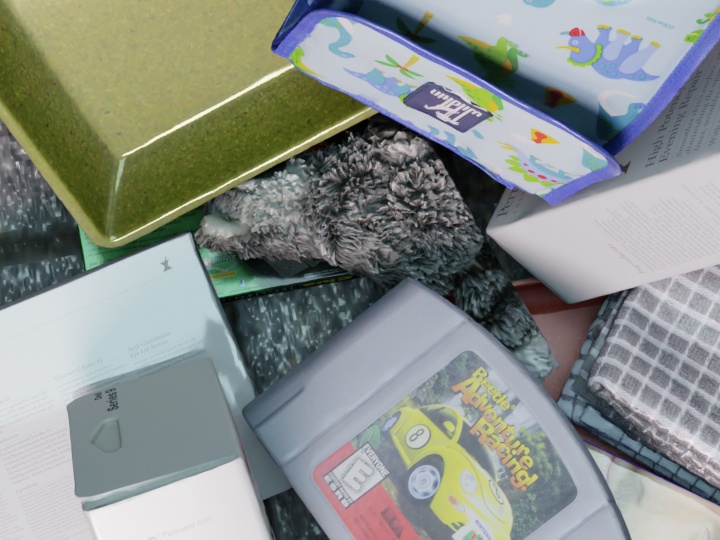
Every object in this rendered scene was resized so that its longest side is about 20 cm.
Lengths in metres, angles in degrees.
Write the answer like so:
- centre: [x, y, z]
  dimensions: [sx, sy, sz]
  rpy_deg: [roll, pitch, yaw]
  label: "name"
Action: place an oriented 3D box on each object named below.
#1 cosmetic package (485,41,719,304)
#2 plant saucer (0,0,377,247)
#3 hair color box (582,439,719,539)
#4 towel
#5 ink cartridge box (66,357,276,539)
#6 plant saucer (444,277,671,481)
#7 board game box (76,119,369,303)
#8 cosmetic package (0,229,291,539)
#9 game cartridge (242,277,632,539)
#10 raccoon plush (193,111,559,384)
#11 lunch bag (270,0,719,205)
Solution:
- centre: [0.161, -0.057, 1.082]
  dimensions: [0.074, 0.200, 0.102]
  rpy_deg: [39, 59, -23]
  label: "cosmetic package"
- centre: [-0.098, -0.133, 1.081]
  dimensions: [0.199, 0.048, 0.200]
  rpy_deg: [-27, 125, 9]
  label: "plant saucer"
- centre: [0.100, 0.142, 1.130]
  dimensions: [0.199, 0.065, 0.110]
  rpy_deg: [25, 83, 1]
  label: "hair color box"
- centre: [0.225, 0.047, 1.135]
  dimensions: [0.200, 0.086, 0.166]
  rpy_deg: [30, 82, 3]
  label: "towel"
- centre: [-0.078, 0.165, 1.081]
  dimensions: [0.084, 0.146, 0.201]
  rpy_deg: [-18, 110, -5]
  label: "ink cartridge box"
- centre: [0.125, 0.102, 1.186]
  dimensions: [0.199, 0.037, 0.200]
  rpy_deg: [-8, 82, -1]
  label: "plant saucer"
- centre: [-0.062, -0.037, 1.209]
  dimensions: [0.199, 0.023, 0.105]
  rpy_deg: [-10, 84, -3]
  label: "board game box"
- centre: [-0.156, 0.084, 1.163]
  dimensions: [0.199, 0.052, 0.151]
  rpy_deg: [-22, 97, -4]
  label: "cosmetic package"
- centre: [0.046, 0.108, 1.077]
  dimensions: [0.133, 0.041, 0.200]
  rpy_deg: [-38, 72, -1]
  label: "game cartridge"
- centre: [0.000, 0.000, 1.142]
  dimensions: [0.134, 0.097, 0.200]
  rpy_deg: [-31, 74, 1]
  label: "raccoon plush"
- centre: [0.069, -0.131, 0.999]
  dimensions: [0.170, 0.200, 0.128]
  rpy_deg: [28, 46, -10]
  label: "lunch bag"
